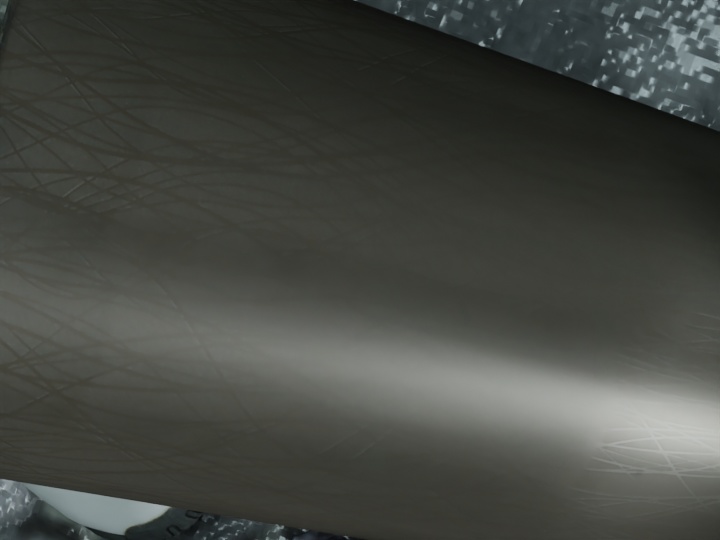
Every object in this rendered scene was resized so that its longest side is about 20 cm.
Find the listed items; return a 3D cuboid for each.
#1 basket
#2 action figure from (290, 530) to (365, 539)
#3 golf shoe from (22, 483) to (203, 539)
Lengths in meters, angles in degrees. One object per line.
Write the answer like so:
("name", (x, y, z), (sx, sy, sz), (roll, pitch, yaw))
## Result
("basket", (0.000, 0.000, 0.699), (0.199, 0.181, 0.137), (15, 113, -7))
("action figure", (0.062, 0.142, 0.697), (0.199, 0.102, 0.120), (28, 130, 28))
("golf shoe", (-0.113, -0.004, 0.806), (0.078, 0.094, 0.200), (-42, 70, 11))
